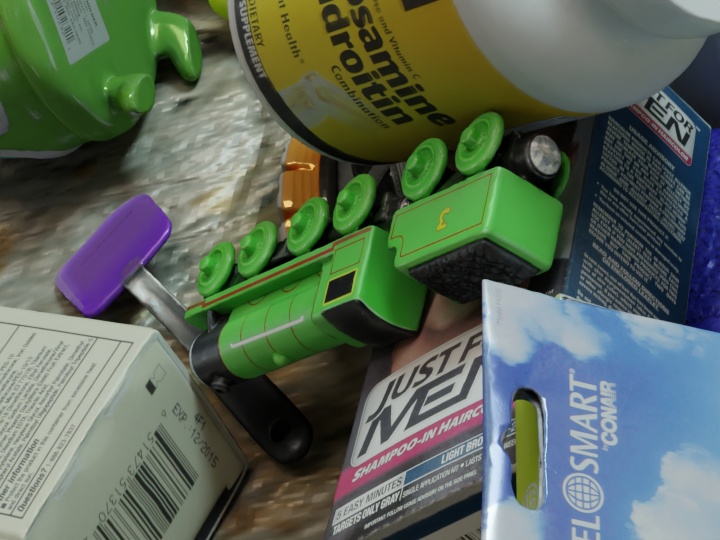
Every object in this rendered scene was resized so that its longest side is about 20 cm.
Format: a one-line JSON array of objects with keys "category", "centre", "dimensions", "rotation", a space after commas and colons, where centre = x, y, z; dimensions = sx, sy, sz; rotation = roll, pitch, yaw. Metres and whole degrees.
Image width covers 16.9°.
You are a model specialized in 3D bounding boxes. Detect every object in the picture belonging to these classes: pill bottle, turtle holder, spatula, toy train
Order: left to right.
[{"category": "turtle holder", "centre": [-0.159, -0.130, 1.105], "dimensions": [0.131, 0.141, 0.186], "rotation": [-16, 43, 19]}, {"category": "spatula", "centre": [-0.070, 0.024, 0.983], "dimensions": [0.057, 0.021, 0.200], "rotation": [-48, 44, -1]}, {"category": "toy train", "centre": [0.000, 0.000, 0.837], "dimensions": [0.200, 0.042, 0.057], "rotation": [-24, 46, 51]}, {"category": "pill bottle", "centre": [0.049, -0.102, 0.804], "dimensions": [0.200, 0.112, 0.112], "rotation": [-11, 38, 55]}]

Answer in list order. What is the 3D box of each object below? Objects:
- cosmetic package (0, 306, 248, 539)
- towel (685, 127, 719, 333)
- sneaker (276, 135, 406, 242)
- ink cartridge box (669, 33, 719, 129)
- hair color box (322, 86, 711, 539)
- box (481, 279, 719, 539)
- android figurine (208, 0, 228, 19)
[{"category": "cosmetic package", "centre": [-0.157, 0.074, 0.935], "dimensions": [0.199, 0.087, 0.104], "rotation": [8, 55, 36]}, {"category": "towel", "centre": [0.137, 0.023, 0.837], "dimensions": [0.147, 0.050, 0.201], "rotation": [-4, 47, 27]}, {"category": "sneaker", "centre": [0.014, -0.061, 0.989], "dimensions": [0.077, 0.078, 0.201], "rotation": [-4, 49, 10]}, {"category": "ink cartridge box", "centre": [0.134, -0.171, 0.963], "dimensions": [0.145, 0.145, 0.200], "rotation": [14, 56, 41]}, {"category": "hair color box", "centre": [0.056, 0.022, 0.826], "dimensions": [0.100, 0.060, 0.201], "rotation": [-30, 30, 37]}, {"category": "box", "centre": [0.122, 0.079, 0.695], "dimensions": [0.199, 0.048, 0.122], "rotation": [12, 49, -11]}, {"category": "android figurine", "centre": [-0.013, -0.184, 1.150], "dimensions": [0.199, 0.041, 0.183], "rotation": [5, 52, 33]}]
